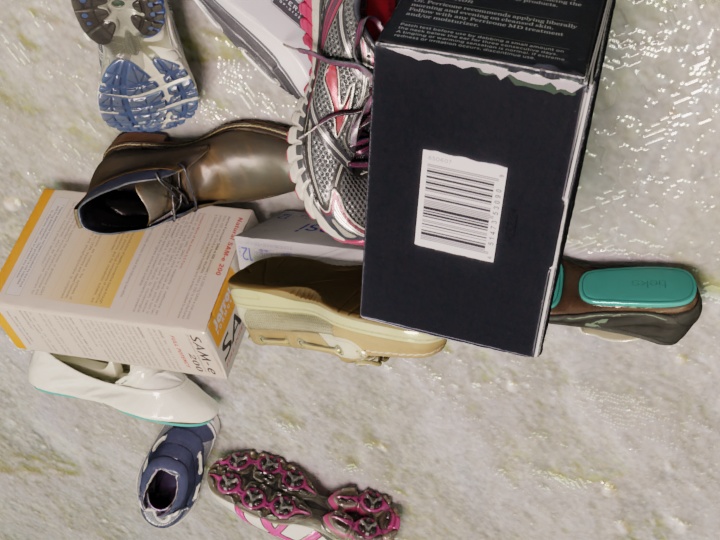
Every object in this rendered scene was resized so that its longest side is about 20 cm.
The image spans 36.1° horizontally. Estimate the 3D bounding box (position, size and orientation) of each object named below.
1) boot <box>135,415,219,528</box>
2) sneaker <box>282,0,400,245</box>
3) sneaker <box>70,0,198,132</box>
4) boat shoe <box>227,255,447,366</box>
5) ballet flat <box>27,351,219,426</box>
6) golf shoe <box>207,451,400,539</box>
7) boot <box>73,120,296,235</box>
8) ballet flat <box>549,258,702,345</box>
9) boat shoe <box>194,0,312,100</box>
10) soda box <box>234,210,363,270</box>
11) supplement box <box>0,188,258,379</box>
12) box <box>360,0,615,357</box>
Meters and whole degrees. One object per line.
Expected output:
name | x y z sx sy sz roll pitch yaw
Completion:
boot | -0.203 0.224 1.127 0.072 0.091 0.201 23 131 1
sneaker | -0.002 -0.116 0.734 0.074 0.080 0.202 13 108 55
sneaker | -0.162 -0.180 0.812 0.076 0.086 0.200 -4 151 -6
boat shoe | -0.013 0.037 0.782 0.200 0.073 0.064 8 120 39
ballet flat | -0.231 0.100 1.064 0.199 0.070 0.070 11 130 13
golf shoe | -0.063 0.249 1.106 0.199 0.073 0.092 20 133 5
boot | -0.128 -0.063 0.867 0.199 0.097 0.075 -1 127 22
ballet flat | 0.159 0.025 0.851 0.199 0.068 0.069 11 138 13
boat shoe | -0.050 -0.163 0.783 0.200 0.072 0.068 38 166 -28
soda box | 0.000 0.000 0.846 0.199 0.068 0.064 7 114 35
supplement box | -0.190 0.009 0.922 0.198 0.127 0.074 7 145 16
box | 0.085 -0.091 0.698 0.123 0.197 0.201 13 130 12
